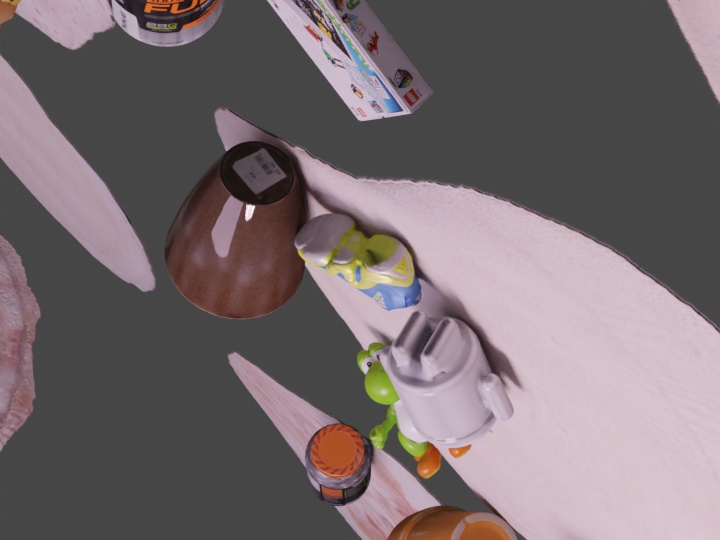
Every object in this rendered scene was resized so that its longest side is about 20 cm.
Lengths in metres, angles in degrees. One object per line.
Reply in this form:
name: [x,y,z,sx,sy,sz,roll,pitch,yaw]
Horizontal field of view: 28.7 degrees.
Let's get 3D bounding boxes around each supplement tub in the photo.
supplement tub: [-0.188,-0.307,1.341,0.123,0.122,0.200,45,165,7]
supplement tub: [-0.040,0.354,2.591,0.122,0.122,0.200,43,164,15]

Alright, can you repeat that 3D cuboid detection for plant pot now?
plant pot: [-0.143,-0.069,1.763,0.187,0.187,0.200,44,150,13]
plant pot: [0.158,0.460,2.223,0.200,0.200,0.183,47,149,0]

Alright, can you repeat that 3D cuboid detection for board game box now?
board game box: [-0.027,-0.225,1.270,0.200,0.035,0.126,52,165,-16]

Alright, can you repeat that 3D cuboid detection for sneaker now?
sneaker: [0.000,0.000,1.682,0.200,0.076,0.105,26,154,53]

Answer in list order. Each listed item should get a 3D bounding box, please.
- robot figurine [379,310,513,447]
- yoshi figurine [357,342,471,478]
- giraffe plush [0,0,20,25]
robot figurine: [0.101,0.133,1.664,0.169,0.113,0.200,19,150,34]
yoshi figurine: [0.063,0.193,1.958,0.200,0.112,0.112,53,148,-10]
giraffe plush: [-0.541,-0.419,2.044,0.162,0.172,0.201,24,120,34]
